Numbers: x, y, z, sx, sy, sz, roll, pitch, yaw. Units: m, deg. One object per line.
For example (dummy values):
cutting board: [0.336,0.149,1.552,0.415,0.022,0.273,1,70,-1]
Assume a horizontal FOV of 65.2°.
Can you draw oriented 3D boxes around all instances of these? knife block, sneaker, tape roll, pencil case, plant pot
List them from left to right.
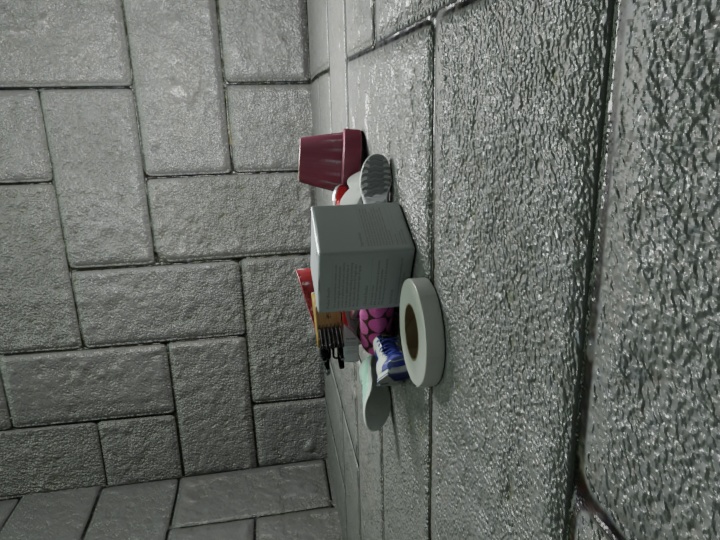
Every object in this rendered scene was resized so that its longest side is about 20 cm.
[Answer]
knife block: [-0.081,0.157,1.423,0.200,0.063,0.178,-126,32,-74]
plant pot: [-0.093,-0.321,1.667,0.200,0.177,0.203,-178,90,-83]
sneaker: [-0.017,-0.153,1.559,0.112,0.071,0.202,-23,77,58]
sneaker: [0.002,-0.188,1.507,0.089,0.075,0.201,58,-156,-27]
sneaker: [0.034,0.331,1.534,0.118,0.073,0.203,138,138,-71]
sneaker: [0.033,-0.171,1.327,0.082,0.074,0.203,-112,23,-84]
pencil case: [0.044,0.108,1.343,0.201,0.090,0.094,93,-159,-44]
sneaker: [0.064,0.195,1.271,0.200,0.080,0.117,108,155,-72]
tape roll: [0.112,0.115,1.061,0.203,0.037,0.206,177,90,-81]

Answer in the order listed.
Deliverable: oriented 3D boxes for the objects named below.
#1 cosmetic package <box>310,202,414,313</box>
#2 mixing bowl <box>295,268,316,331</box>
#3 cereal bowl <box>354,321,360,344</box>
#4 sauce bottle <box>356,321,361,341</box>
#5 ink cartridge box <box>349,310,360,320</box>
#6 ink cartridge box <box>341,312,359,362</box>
cosmetic package: [-0.003,-0.030,1.213,0.167,0.197,0.169,-103,14,-46]
mixing bowl: [-0.114,0.074,1.684,0.200,0.107,0.202,162,90,-84]
cereal bowl: [0.000,0.116,1.639,0.200,0.082,0.203,176,90,-82]
sauce bottle: [0.036,0.112,1.453,0.201,0.065,0.067,105,159,-50]
ink cartridge box: [0.000,0.000,1.426,0.201,0.047,0.161,-105,27,-46]
ink cartridge box: [-0.037,0.112,1.471,0.163,0.056,0.202,-107,18,-54]
